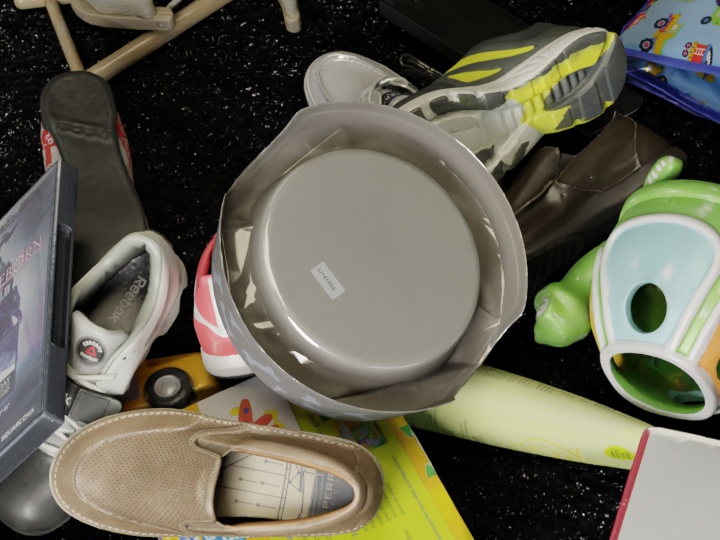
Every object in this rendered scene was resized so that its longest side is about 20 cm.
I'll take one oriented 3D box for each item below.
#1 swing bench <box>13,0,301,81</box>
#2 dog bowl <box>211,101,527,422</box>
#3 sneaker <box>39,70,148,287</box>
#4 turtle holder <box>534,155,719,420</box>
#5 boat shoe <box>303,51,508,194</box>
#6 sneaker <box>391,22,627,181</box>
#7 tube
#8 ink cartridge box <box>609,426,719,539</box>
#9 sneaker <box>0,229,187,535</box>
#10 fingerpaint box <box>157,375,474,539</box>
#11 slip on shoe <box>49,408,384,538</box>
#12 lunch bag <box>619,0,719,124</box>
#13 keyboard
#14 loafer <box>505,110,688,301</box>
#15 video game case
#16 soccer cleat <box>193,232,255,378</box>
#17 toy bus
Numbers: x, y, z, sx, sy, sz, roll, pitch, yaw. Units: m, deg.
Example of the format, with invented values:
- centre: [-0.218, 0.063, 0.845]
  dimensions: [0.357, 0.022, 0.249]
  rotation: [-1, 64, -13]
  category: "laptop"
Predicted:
- centre: [-0.158, -0.247, 1.669]
  dimensions: [0.199, 0.199, 0.130]
  rotation: [-20, 54, -7]
  category: "swing bench"
- centre: [0.000, 0.000, 1.432]
  dimensions: [0.199, 0.059, 0.201]
  rotation: [8, 65, -18]
  category: "dog bowl"
- centre: [-0.173, -0.023, 1.570]
  dimensions: [0.067, 0.108, 0.203]
  rotation: [-9, 60, -4]
  category: "sneaker"
- centre: [0.195, 0.014, 1.468]
  dimensions: [0.185, 0.141, 0.132]
  rotation: [23, 62, 21]
  category: "turtle holder"
- centre: [0.029, -0.097, 1.614]
  dimensions: [0.072, 0.069, 0.200]
  rotation: [-30, 56, -14]
  category: "boat shoe"
- centre: [0.078, -0.104, 1.551]
  dimensions: [0.199, 0.075, 0.085]
  rotation: [-24, 25, -19]
  category: "sneaker"
- centre: [0.116, 0.094, 1.468]
  dimensions: [0.199, 0.052, 0.058]
  rotation: [13, 29, 21]
  category: "tube"
- centre: [0.203, 0.210, 1.291]
  dimensions: [0.144, 0.201, 0.146]
  rotation: [13, 58, 13]
  category: "ink cartridge box"
- centre: [-0.172, 0.062, 1.431]
  dimensions: [0.074, 0.089, 0.201]
  rotation: [23, 78, 5]
  category: "sneaker"
- centre: [-0.032, 0.160, 1.437]
  dimensions: [0.166, 0.074, 0.201]
  rotation: [-24, 54, -10]
  category: "fingerpaint box"
- centre: [-0.087, 0.123, 1.374]
  dimensions: [0.198, 0.061, 0.077]
  rotation: [7, 93, 7]
  category: "slip on shoe"
- centre: [0.274, -0.173, 1.632]
  dimensions: [0.199, 0.094, 0.151]
  rotation: [24, 63, 34]
  category: "lunch bag"
- centre: [0.092, -0.140, 1.651]
  dimensions: [0.200, 0.021, 0.127]
  rotation: [35, 42, 28]
  category: "keyboard"
- centre: [0.123, -0.039, 1.555]
  dimensions: [0.199, 0.073, 0.071]
  rotation: [-30, 69, -25]
  category: "loafer"
- centre: [-0.221, 0.047, 1.443]
  dimensions: [0.143, 0.019, 0.201]
  rotation: [-41, 37, 35]
  category: "video game case"
- centre: [-0.069, -0.007, 1.526]
  dimensions: [0.068, 0.074, 0.200]
  rotation: [-7, 27, 11]
  category: "soccer cleat"
- centre: [-0.187, 0.094, 1.512]
  dimensions: [0.199, 0.065, 0.079]
  rotation: [-18, 52, -4]
  category: "toy bus"
